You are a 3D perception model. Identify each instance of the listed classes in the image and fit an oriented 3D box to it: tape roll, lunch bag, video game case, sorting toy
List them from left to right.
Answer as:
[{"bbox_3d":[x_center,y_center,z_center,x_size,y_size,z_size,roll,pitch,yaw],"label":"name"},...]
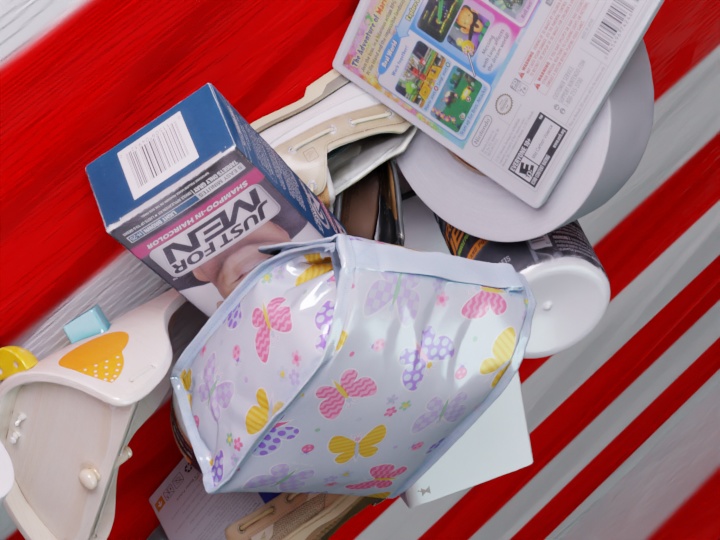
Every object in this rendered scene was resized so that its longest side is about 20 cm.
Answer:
[{"bbox_3d":[-0.173,0.081,1.082,0.180,0.106,0.201,-43,164,-47],"label":"sorting toy"},{"bbox_3d":[-0.002,0.052,0.994,0.168,0.128,0.200,6,139,-38],"label":"lunch bag"},{"bbox_3d":[0.091,-0.169,1.013,0.024,0.181,0.201,-39,161,-53],"label":"video game case"},{"bbox_3d":[0.110,-0.125,1.096,0.066,0.200,0.201,-21,147,-47],"label":"tape roll"}]

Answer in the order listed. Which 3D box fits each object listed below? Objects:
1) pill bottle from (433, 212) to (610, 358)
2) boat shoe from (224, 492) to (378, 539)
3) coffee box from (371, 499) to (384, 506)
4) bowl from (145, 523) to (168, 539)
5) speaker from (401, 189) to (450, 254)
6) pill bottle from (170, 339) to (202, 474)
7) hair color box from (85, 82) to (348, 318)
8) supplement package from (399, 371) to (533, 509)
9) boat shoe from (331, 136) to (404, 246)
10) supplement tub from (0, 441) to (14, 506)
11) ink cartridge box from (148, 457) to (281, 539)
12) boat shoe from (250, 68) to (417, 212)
[{"bbox_3d":[0.120,-0.034,1.227,0.105,0.201,0.107,-9,133,-10],"label":"pill bottle"},{"bbox_3d":[-0.026,0.165,1.180,0.200,0.065,0.071,-42,166,12],"label":"boat shoe"},{"bbox_3d":[0.039,0.120,1.513,0.079,0.113,0.201,-20,146,-48],"label":"coffee box"},{"bbox_3d":[-0.146,0.292,1.477,0.200,0.105,0.201,-39,158,-19],"label":"bowl"},{"bbox_3d":[0.038,-0.024,1.305,0.199,0.081,0.082,-23,149,-45],"label":"speaker"},{"bbox_3d":[-0.093,0.108,1.192,0.114,0.114,0.200,-41,175,-14],"label":"pill bottle"},{"bbox_3d":[-0.082,-0.027,1.003,0.099,0.061,0.200,-32,145,9],"label":"hair color box"},{"bbox_3d":[0.050,0.093,1.299,0.116,0.200,0.118,-17,114,-13],"label":"supplement package"},{"bbox_3d":[0.000,0.000,1.141,0.071,0.202,0.067,4,170,-26],"label":"boat shoe"},{"bbox_3d":[-0.310,0.166,0.891,0.200,0.145,0.144,-50,158,10],"label":"supplement tub"},{"bbox_3d":[-0.080,0.193,1.309,0.198,0.200,0.047,-49,132,7],"label":"ink cartridge box"},{"bbox_3d":[-0.045,-0.072,1.080,0.200,0.068,0.075,-41,158,-15],"label":"boat shoe"}]
